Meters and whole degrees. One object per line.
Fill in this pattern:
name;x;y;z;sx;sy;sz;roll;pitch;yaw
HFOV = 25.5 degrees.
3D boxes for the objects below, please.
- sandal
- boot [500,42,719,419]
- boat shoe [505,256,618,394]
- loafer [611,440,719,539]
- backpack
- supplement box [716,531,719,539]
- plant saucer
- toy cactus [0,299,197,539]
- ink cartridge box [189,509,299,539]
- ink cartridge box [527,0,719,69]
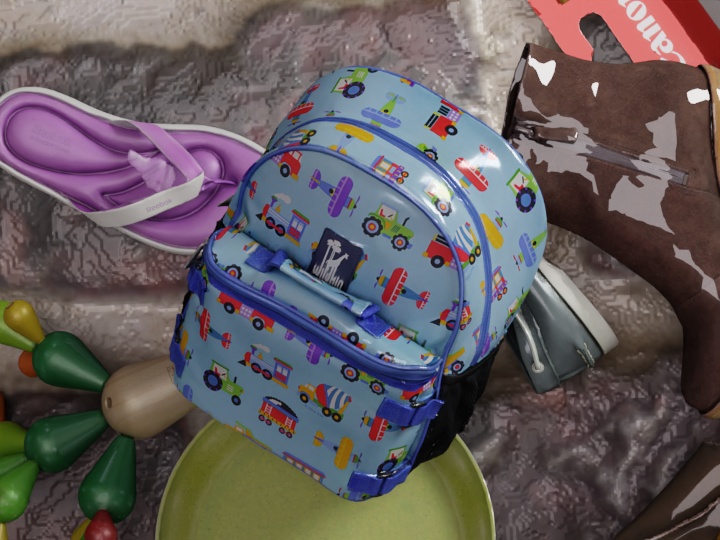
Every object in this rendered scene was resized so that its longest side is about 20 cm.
sandal;-0.143;-0.059;0.982;0.203;0.050;0.083;14;92;8
boot;0.154;-0.023;0.911;0.166;0.072;0.200;8;91;-6
boat shoe;0.066;-0.013;0.942;0.062;0.073;0.200;-42;89;2
loafer;0.207;0.135;0.926;0.200;0.073;0.071;-24;82;-3
backpack;0.000;0.000;0.876;0.183;0.135;0.200;34;130;12
supplement box;0.292;0.206;0.839;0.200;0.133;0.197;21;99;-12
plant saucer;-0.020;0.161;0.944;0.200;0.031;0.200;-1;67;2
toy cactus;-0.169;0.087;0.953;0.165;0.102;0.200;-25;56;1
ink cartridge box;-0.018;0.219;0.970;0.200;0.037;0.095;16;91;10
ink cartridge box;0.213;-0.174;0.935;0.200;0.050;0.161;-35;85;4
